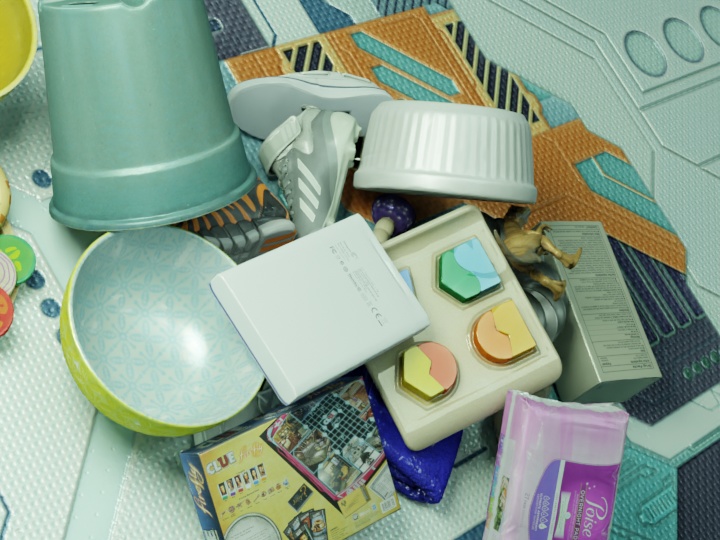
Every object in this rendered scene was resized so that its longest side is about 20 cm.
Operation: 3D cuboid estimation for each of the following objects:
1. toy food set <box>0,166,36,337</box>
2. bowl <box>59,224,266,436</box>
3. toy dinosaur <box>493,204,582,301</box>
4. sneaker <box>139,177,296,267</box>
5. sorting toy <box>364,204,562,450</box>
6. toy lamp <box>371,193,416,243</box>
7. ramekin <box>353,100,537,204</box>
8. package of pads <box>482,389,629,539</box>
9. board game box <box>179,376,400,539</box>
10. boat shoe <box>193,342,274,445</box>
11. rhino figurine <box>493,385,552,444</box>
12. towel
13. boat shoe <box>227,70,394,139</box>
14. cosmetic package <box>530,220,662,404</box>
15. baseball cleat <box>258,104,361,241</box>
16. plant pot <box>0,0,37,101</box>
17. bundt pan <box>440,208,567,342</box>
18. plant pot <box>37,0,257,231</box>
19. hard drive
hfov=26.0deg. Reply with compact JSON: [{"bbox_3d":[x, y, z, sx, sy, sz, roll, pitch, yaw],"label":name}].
[{"bbox_3d":[-0.384,-0.019,1.371,0.199,0.049,0.199,-10,69,-39],"label":"toy food set"},{"bbox_3d":[-0.191,0.070,1.412,0.199,0.108,0.202,18,54,-25],"label":"bowl"},{"bbox_3d":[0.172,-0.015,1.615,0.106,0.061,0.200,28,15,-3],"label":"toy dinosaur"},{"bbox_3d":[-0.168,-0.049,1.538,0.199,0.078,0.112,-14,60,-41],"label":"sneaker"},{"bbox_3d":[0.085,0.053,1.553,0.184,0.036,0.201,-24,81,-17],"label":"sorting toy"},{"bbox_3d":[0.000,0.000,1.630,0.058,0.058,0.201,38,45,-9],"label":"toy lamp"},{"bbox_3d":[0.093,-0.126,1.662,0.201,0.202,0.095,5,91,-33],"label":"ramekin"},{"bbox_3d":[0.190,0.224,1.535,0.119,0.076,0.202,8,92,-14],"label":"package of pads"},{"bbox_3d":[-0.061,0.195,1.435,0.199,0.034,0.137,-21,99,-38],"label":"board game box"},{"bbox_3d":[-0.110,0.107,1.473,0.072,0.068,0.202,22,52,-23],"label":"boat shoe"},{"bbox_3d":[0.180,0.176,1.642,0.087,0.060,0.201,14,52,-18],"label":"rhino figurine"},{"bbox_3d":[0.051,0.124,1.591,0.147,0.050,0.201,33,48,-13],"label":"towel"},{"bbox_3d":[-0.059,-0.183,1.703,0.198,0.074,0.065,4,30,-29],"label":"boat shoe"},{"bbox_3d":[0.252,0.047,1.766,0.103,0.073,0.202,0,63,-36],"label":"cosmetic package"},{"bbox_3d":[-0.065,-0.079,1.629,0.105,0.070,0.202,15,65,4],"label":"baseball cleat"},{"bbox_3d":[-0.409,-0.195,1.400,0.199,0.142,0.202,18,53,-26],"label":"plant pot"},{"bbox_3d":[0.142,0.012,1.672,0.201,0.076,0.203,28,33,-20],"label":"bundt pan"},{"bbox_3d":[-0.206,-0.164,1.433,0.200,0.199,0.198,-28,119,-43],"label":"plant pot"},{"bbox_3d":[-0.034,0.032,1.461,0.199,0.025,0.133,-25,78,-46],"label":"hard drive"}]
